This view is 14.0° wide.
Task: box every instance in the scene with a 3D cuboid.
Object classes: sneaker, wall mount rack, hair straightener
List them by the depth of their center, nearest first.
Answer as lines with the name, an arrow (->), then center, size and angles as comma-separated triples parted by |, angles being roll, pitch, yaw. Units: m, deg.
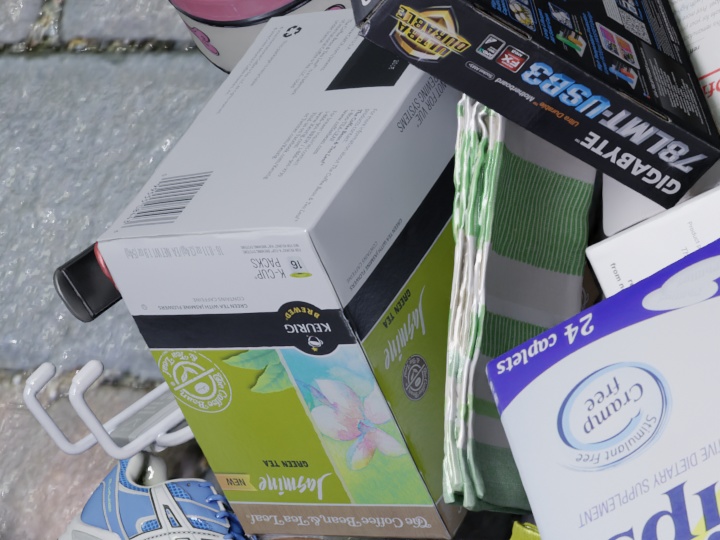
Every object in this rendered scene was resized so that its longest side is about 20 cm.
sneaker -> -0.085, 0.155, 1.572 | 0.200, 0.076, 0.077 | 23, 85, 40
wall mount rack -> -0.093, 0.034, 1.598 | 0.174, 0.075, 0.200 | -37, 9, -17
hair straightener -> -0.119, -0.023, 1.646 | 0.077, 0.041, 0.200 | -31, 10, 32

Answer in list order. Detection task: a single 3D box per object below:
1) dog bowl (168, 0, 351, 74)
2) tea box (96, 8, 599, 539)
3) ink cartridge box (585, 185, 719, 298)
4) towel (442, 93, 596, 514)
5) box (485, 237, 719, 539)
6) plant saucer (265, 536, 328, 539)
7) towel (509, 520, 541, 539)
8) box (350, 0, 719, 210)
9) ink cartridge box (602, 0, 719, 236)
dog bowl -> -0.041, -0.212, 1.681 | 0.200, 0.074, 0.200 | -18, 55, 28
tea box -> 0.000, 0.000, 1.475 | 0.133, 0.197, 0.200 | -3, 35, 35
ink cartridge box -> 0.227, -0.020, 1.390 | 0.200, 0.144, 0.084 | -25, 86, 21
towel -> 0.082, 0.020, 1.442 | 0.023, 0.152, 0.200 | 0, 85, 26
box -> 0.173, 0.090, 1.197 | 0.184, 0.105, 0.200 | -29, 45, 11
plant saucer -> -0.035, 0.235, 1.465 | 0.200, 0.037, 0.201 | 1, 93, 29
towel -> 0.129, 0.172, 1.258 | 0.200, 0.018, 0.086 | 16, 75, 41
box -> 0.074, -0.144, 1.435 | 0.050, 0.198, 0.200 | -48, 32, 27
ink cartridge box -> 0.187, -0.112, 1.513 | 0.117, 0.067, 0.200 | -25, 51, 46
